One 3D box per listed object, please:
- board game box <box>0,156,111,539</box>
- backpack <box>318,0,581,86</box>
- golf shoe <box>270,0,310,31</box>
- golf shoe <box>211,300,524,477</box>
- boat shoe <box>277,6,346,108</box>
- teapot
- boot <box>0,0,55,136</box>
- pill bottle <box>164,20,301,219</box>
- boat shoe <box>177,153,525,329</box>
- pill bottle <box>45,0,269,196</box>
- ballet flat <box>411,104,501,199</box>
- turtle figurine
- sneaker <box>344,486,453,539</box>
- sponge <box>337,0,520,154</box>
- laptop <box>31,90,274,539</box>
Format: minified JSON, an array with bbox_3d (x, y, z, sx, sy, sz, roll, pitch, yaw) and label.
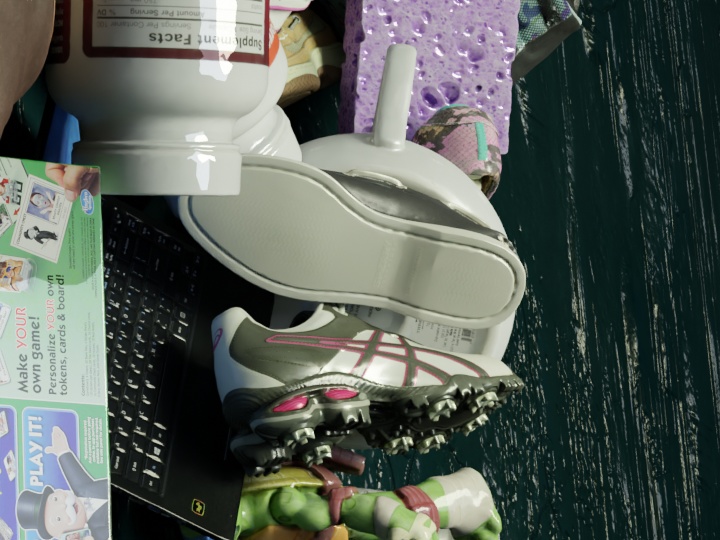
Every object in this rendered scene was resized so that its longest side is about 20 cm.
[{"bbox_3d":[-0.182,0.043,1.208,0.134,0.029,0.201,6,70,-28],"label":"board game box"},{"bbox_3d":[0.036,-0.224,1.735,0.177,0.150,0.200,37,-23,50],"label":"backpack"},{"bbox_3d":[-0.040,-0.197,1.555,0.075,0.199,0.092,-136,-157,-71],"label":"golf shoe"},{"bbox_3d":[0.007,0.054,1.443,0.199,0.077,0.088,-2,60,-42],"label":"golf shoe"},{"bbox_3d":[-0.064,-0.134,1.624,0.076,0.071,0.200,64,14,-4],"label":"boat shoe"},{"bbox_3d":[0.000,0.000,1.569,0.198,0.200,0.146,55,9,-12],"label":"teapot"},{"bbox_3d":[-0.171,-0.151,1.186,0.167,0.072,0.201,-85,176,-49],"label":"boot"},{"bbox_3d":[-0.106,-0.130,1.450,0.112,0.112,0.201,-70,141,-51],"label":"pill bottle"},{"bbox_3d":[-0.006,-0.023,1.443,0.060,0.199,0.074,-113,-141,-67],"label":"boat shoe"},{"bbox_3d":[-0.101,-0.138,1.307,0.113,0.112,0.201,-4,96,-67],"label":"pill bottle"},{"bbox_3d":[0.034,-0.018,1.662,0.069,0.200,0.071,11,45,-20],"label":"ballet flat"},{"bbox_3d":[-0.008,0.179,1.472,0.193,0.200,0.144,-1,122,-47],"label":"turtle figurine"},{"bbox_3d":[0.024,0.164,1.651,0.200,0.082,0.075,0,79,-67],"label":"sneaker"},{"bbox_3d":[0.046,-0.169,1.643,0.030,0.111,0.201,-141,-128,-60],"label":"sponge"},{"bbox_3d":[-0.111,0.013,1.370,0.200,0.103,0.178,29,48,-24],"label":"laptop"}]
